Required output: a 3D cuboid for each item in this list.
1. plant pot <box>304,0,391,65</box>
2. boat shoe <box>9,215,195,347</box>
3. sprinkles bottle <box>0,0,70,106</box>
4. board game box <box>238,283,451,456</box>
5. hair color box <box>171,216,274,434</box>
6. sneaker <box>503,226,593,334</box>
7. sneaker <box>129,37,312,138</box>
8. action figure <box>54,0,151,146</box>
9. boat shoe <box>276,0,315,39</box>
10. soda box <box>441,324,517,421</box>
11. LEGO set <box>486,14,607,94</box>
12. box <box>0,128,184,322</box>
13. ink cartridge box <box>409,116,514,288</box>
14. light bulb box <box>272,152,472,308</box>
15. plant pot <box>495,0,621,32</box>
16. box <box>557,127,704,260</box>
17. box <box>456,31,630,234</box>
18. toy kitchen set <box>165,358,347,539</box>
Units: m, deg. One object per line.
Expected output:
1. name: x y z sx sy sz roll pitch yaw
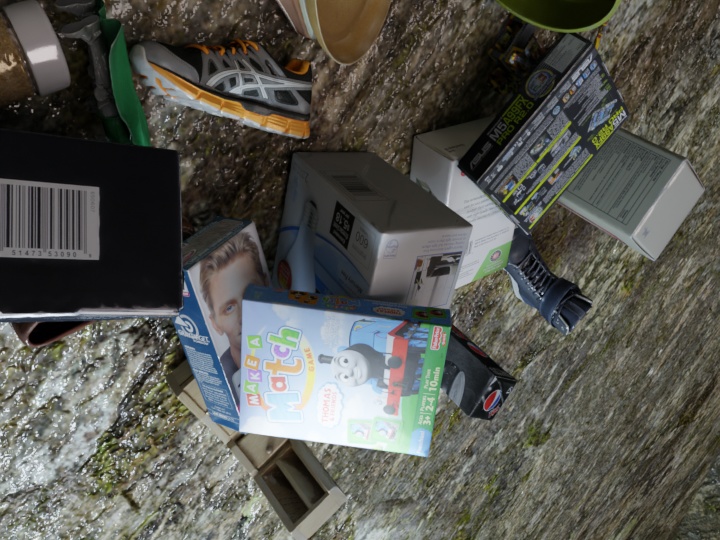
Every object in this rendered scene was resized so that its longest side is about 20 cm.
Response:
1. plant pot: -0.007 -0.298 0.656 0.200 0.027 0.206 17 89 -72
2. boat shoe: -0.245 0.012 0.697 0.197 0.070 0.072 -32 132 -21
3. sprinkles bottle: -0.322 -0.138 0.522 0.197 0.068 0.070 -28 135 -22
4. board game box: -0.019 0.100 0.689 0.194 0.037 0.155 7 116 2
5. hair color box: -0.136 0.059 0.746 0.100 0.059 0.205 -42 129 -42
6. sneaker: 0.292 0.016 1.115 0.077 0.146 0.203 -43 137 -2
7. sneaker: -0.124 -0.184 0.667 0.197 0.077 0.079 7 101 -47
8. action figure: -0.210 -0.131 0.613 0.053 0.120 0.203 -16 140 -12
9. boat shoe: -0.073 -0.294 0.631 0.201 0.070 0.077 72 32 -61
10. soda box: 0.123 0.120 0.998 0.063 0.200 0.072 22 106 -46
11. LEGO set: 0.260 -0.291 0.883 0.201 0.116 0.153 -51 138 3
12. box: -0.259 -0.022 0.530 0.196 0.195 0.128 1 83 -36
13. ink cartridge box: 0.139 -0.088 0.949 0.143 0.084 0.205 -19 130 -31
14. light bulb box: 0.000 0.000 0.794 0.122 0.198 0.205 -5 122 -33
15. plant pot: 0.230 -0.400 0.744 0.195 0.198 0.201 -55 139 -10
16. box: 0.375 -0.129 1.039 0.108 0.200 0.129 26 103 -46
17. box: 0.227 -0.160 0.862 0.201 0.044 0.159 -50 140 9
18. toy kitchen set: -0.095 0.176 0.864 0.162 0.180 0.202 -40 137 -11
